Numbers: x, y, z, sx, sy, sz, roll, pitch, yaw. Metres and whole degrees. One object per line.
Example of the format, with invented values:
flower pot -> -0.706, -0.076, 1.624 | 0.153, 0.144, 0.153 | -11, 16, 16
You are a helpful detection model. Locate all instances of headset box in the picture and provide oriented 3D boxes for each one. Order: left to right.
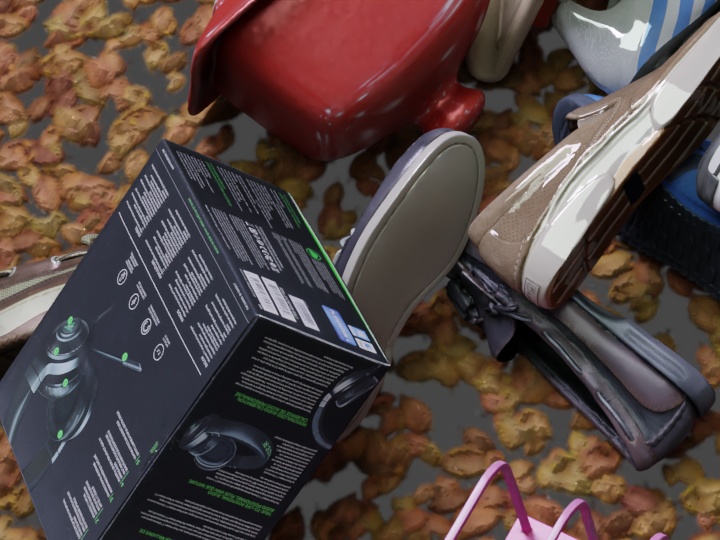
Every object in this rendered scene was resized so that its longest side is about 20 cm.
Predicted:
headset box -> -0.099, 0.066, 1.588 | 0.200, 0.093, 0.174 | -55, 36, 18

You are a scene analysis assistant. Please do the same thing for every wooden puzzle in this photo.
wooden puzzle -> 0.111, -0.227, 1.709 | 0.037, 0.200, 0.186 | 11, 66, -11

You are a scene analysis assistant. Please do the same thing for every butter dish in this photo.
butter dish -> 0.010, -0.131, 1.700 | 0.199, 0.200, 0.148 | -43, 88, -9

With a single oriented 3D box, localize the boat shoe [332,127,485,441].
boat shoe -> 0.000, 0.000, 1.647 | 0.063, 0.073, 0.200 | 45, 116, 42

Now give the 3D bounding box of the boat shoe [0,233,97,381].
boat shoe -> -0.143, 0.006, 1.710 | 0.202, 0.075, 0.075 | -15, 53, 2

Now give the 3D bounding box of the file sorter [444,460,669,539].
file sorter -> 0.129, 0.206, 1.527 | 0.200, 0.125, 0.139 | 24, 72, 21

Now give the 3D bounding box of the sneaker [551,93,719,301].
sneaker -> 0.195, -0.043, 1.674 | 0.078, 0.066, 0.200 | -31, 54, -33

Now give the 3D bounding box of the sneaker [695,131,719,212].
sneaker -> 0.284, -0.068, 1.589 | 0.200, 0.076, 0.115 | -33, 65, -5

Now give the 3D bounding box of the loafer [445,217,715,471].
loafer -> 0.100, 0.035, 1.648 | 0.200, 0.072, 0.063 | 34, 80, 21

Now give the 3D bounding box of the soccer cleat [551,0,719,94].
soccer cleat -> 0.192, -0.181, 1.707 | 0.086, 0.070, 0.200 | 43, 67, 8

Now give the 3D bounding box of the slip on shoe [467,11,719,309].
slip on shoe -> 0.138, -0.071, 1.614 | 0.061, 0.076, 0.200 | 36, 82, 21
